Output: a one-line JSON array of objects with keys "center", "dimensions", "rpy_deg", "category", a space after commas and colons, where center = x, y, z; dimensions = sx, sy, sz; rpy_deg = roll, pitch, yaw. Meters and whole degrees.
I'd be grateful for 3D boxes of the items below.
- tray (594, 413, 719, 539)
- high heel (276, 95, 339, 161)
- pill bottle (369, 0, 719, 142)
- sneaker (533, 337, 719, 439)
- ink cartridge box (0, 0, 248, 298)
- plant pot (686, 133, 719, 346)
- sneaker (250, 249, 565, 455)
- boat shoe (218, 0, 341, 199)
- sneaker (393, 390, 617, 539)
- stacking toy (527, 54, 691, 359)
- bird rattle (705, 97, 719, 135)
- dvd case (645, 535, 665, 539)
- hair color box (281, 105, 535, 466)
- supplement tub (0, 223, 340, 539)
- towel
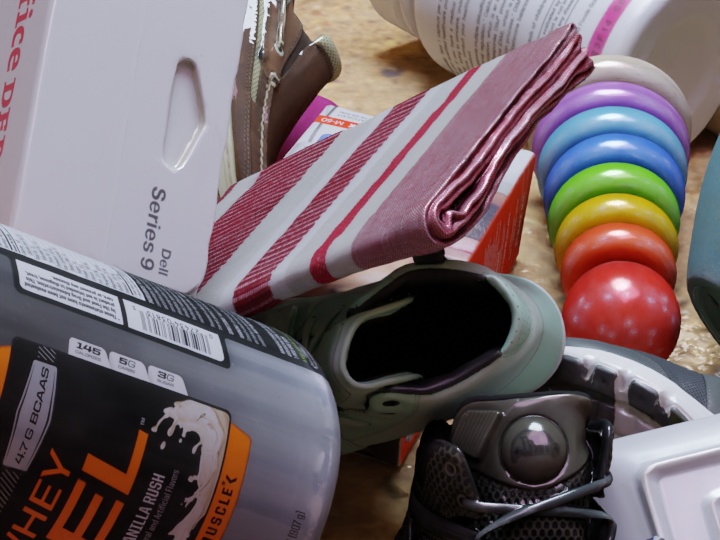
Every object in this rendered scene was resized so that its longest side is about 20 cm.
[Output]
[{"center": [0.191, 0.089, 0.810], "dimensions": [0.200, 0.022, 0.108], "rpy_deg": [-14, 65, -1], "category": "tray"}, {"center": [-0.104, -0.106, 1.121], "dimensions": [0.200, 0.096, 0.067], "rpy_deg": [3, 30, -5], "category": "high heel"}, {"center": [0.102, -0.146, 1.207], "dimensions": [0.113, 0.114, 0.200], "rpy_deg": [-22, 40, -38], "category": "pill bottle"}, {"center": [0.157, 0.080, 0.887], "dimensions": [0.200, 0.075, 0.085], "rpy_deg": [26, 29, 16], "category": "sneaker"}, {"center": [-0.139, -0.046, 0.864], "dimensions": [0.087, 0.146, 0.200], "rpy_deg": [19, -21, -35], "category": "ink cartridge box"}, {"center": [0.223, -0.007, 0.948], "dimensions": [0.135, 0.200, 0.200], "rpy_deg": [-42, 45, -8], "category": "plant pot"}, {"center": [-0.025, 0.036, 0.831], "dimensions": [0.200, 0.074, 0.118], "rpy_deg": [-17, -11, 9], "category": "sneaker"}, {"center": [-0.046, -0.102, 1.077], "dimensions": [0.075, 0.075, 0.203], "rpy_deg": [-1, 67, -6], "category": "boat shoe"}, {"center": [0.060, 0.117, 0.756], "dimensions": [0.076, 0.114, 0.200], "rpy_deg": [-4, 34, -13], "category": "sneaker"}, {"center": [0.125, -0.020, 1.041], "dimensions": [0.085, 0.085, 0.200], "rpy_deg": [5, 36, -1], "category": "stacking toy"}, {"center": [0.247, -0.134, 1.233], "dimensions": [0.200, 0.113, 0.163], "rpy_deg": [17, 48, 24], "category": "bird rattle"}, {"center": [0.065, 0.183, 0.655], "dimensions": [0.200, 0.025, 0.150], "rpy_deg": [-23, 75, -39], "category": "dvd case"}, {"center": [0.000, 0.000, 0.993], "dimensions": [0.111, 0.064, 0.200], "rpy_deg": [14, 33, 13], "category": "hair color box"}, {"center": [-0.116, 0.051, 0.721], "dimensions": [0.200, 0.123, 0.123], "rpy_deg": [22, 18, -36], "category": "supplement tub"}, {"center": [-0.012, -0.021, 0.841], "dimensions": [0.200, 0.023, 0.144], "rpy_deg": [-22, 19, 41], "category": "towel"}]
